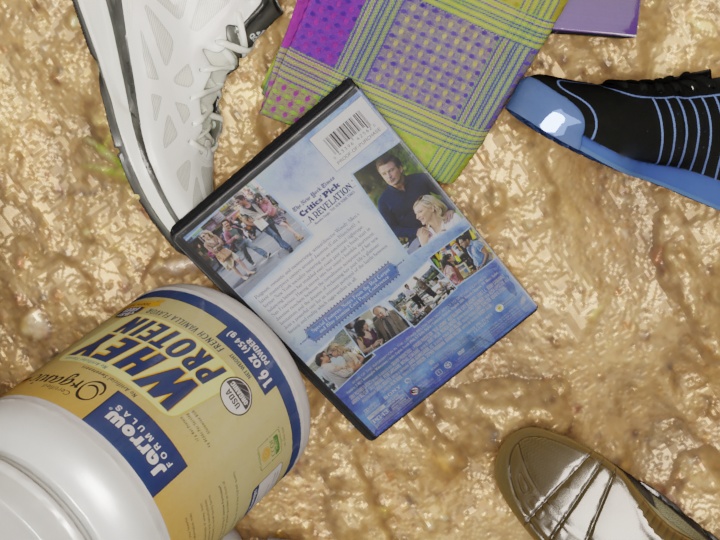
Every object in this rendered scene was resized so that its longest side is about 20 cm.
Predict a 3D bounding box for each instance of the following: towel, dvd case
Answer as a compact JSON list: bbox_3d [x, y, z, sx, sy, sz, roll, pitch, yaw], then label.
[{"bbox_3d":[0.038,-0.152,0.708,0.143,0.023,0.200,21,122,-10],"label":"towel"},{"bbox_3d":[0.000,0.000,0.762,0.143,0.018,0.200,-39,116,6],"label":"dvd case"}]

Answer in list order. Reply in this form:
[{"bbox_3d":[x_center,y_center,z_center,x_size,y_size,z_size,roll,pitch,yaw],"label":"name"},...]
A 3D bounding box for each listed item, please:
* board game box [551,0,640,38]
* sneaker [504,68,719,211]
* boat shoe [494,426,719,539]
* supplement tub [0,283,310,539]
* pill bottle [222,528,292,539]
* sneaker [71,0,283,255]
[{"bbox_3d":[0.073,-0.230,0.733,0.199,0.057,0.166,5,99,0],"label":"board game box"},{"bbox_3d":[0.183,-0.091,0.739,0.199,0.070,0.078,18,101,-22],"label":"sneaker"},{"bbox_3d":[0.174,0.174,0.798,0.200,0.065,0.073,38,92,13],"label":"boat shoe"},{"bbox_3d":[-0.137,0.111,0.705,0.144,0.200,0.145,18,126,26],"label":"supplement tub"},{"bbox_3d":[-0.136,0.214,0.784,0.199,0.114,0.114,5,100,0],"label":"pill bottle"},{"bbox_3d":[-0.094,-0.115,0.745,0.115,0.076,0.201,-17,97,6],"label":"sneaker"}]
